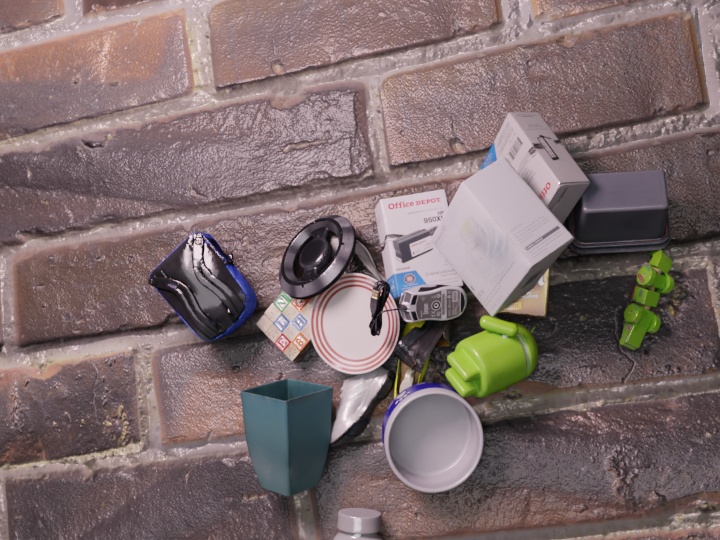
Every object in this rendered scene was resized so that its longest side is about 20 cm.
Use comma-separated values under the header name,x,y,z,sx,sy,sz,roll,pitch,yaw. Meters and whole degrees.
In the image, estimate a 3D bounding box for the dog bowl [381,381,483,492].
name,x,y,z,sx,sy,sz,roll,pitch,yaw
dog bowl,0.141,0.328,1.575,0.195,0.079,0.206,-1,97,-6

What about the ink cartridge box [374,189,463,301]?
name,x,y,z,sx,sy,sz,roll,pitch,yaw
ink cartridge box,0.117,-0.051,1.628,0.141,0.084,0.205,-9,82,-9

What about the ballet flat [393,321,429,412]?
name,x,y,z,sx,sy,sz,roll,pitch,yaw
ballet flat,0.104,0.198,1.634,0.065,0.067,0.205,9,86,13

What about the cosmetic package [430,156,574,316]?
name,x,y,z,sx,sy,sz,roll,pitch,yaw
cosmetic package,0.257,-0.060,1.490,0.122,0.200,0.201,-29,71,-27

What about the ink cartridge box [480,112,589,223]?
name,x,y,z,sx,sy,sz,roll,pitch,yaw
ink cartridge box,0.334,-0.185,1.545,0.083,0.147,0.202,-6,52,-28

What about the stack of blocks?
name,x,y,z,sx,sy,sz,roll,pitch,yaw
stack of blocks,-0.114,0.079,1.697,0.115,0.059,0.201,42,94,12

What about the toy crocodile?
name,x,y,z,sx,sy,sz,roll,pitch,yaw
toy crocodile,0.556,0.056,1.556,0.066,0.062,0.204,17,94,-22

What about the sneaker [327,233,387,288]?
name,x,y,z,sx,sy,sz,roll,pitch,yaw
sneaker,0.000,0.000,1.671,0.074,0.079,0.201,-42,77,7

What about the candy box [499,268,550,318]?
name,x,y,z,sx,sy,sz,roll,pitch,yaw
candy box,0.328,-0.011,1.612,0.113,0.055,0.205,5,85,14

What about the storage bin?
name,x,y,z,sx,sy,sz,roll,pitch,yaw
storage bin,0.501,-0.131,1.534,0.195,0.135,0.149,-2,66,11

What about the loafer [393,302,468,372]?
name,x,y,z,sx,sy,sz,roll,pitch,yaw
loafer,0.155,0.126,1.605,0.199,0.073,0.072,-41,75,-20

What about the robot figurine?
name,x,y,z,sx,sy,sz,roll,pitch,yaw
robot figurine,0.263,0.174,1.556,0.196,0.178,0.116,-20,42,-22

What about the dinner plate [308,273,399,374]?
name,x,y,z,sx,sy,sz,roll,pitch,yaw
dinner plate,-0.012,0.108,1.623,0.195,0.024,0.206,1,92,20

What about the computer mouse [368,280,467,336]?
name,x,y,z,sx,sy,sz,roll,pitch,yaw
computer mouse,0.111,0.066,1.557,0.195,0.044,0.112,-4,110,-10

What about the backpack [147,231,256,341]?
name,x,y,z,sx,sy,sz,roll,pitch,yaw
backpack,-0.313,0.039,1.688,0.162,0.168,0.201,-43,82,8

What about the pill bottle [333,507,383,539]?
name,x,y,z,sx,sy,sz,roll,pitch,yaw
pill bottle,-0.006,0.591,1.599,0.107,0.109,0.206,2,85,12

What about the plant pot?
name,x,y,z,sx,sy,sz,roll,pitch,yaw
plant pot,-0.147,0.341,1.624,0.139,0.140,0.206,3,97,42

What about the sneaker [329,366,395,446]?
name,x,y,z,sx,sy,sz,roll,pitch,yaw
sneaker,-0.011,0.276,1.660,0.087,0.074,0.202,36,88,27

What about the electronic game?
name,x,y,z,sx,sy,sz,roll,pitch,yaw
electronic game,-0.092,-0.030,1.659,0.197,0.042,0.203,-24,45,26
